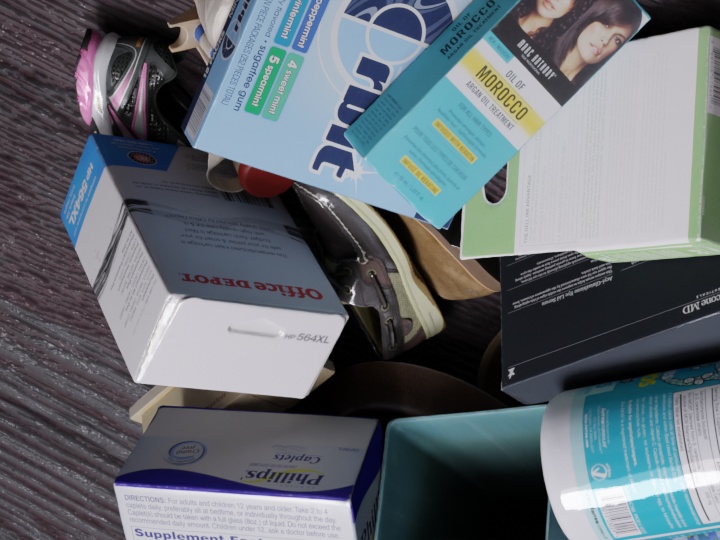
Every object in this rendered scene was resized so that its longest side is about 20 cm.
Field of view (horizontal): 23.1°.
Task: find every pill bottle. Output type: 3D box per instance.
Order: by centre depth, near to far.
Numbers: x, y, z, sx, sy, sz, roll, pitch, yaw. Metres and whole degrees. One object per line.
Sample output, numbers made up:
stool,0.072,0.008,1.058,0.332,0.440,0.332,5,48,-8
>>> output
pill bottle,0.228,0.118,1.167,0.200,0.111,0.111,-13,118,23

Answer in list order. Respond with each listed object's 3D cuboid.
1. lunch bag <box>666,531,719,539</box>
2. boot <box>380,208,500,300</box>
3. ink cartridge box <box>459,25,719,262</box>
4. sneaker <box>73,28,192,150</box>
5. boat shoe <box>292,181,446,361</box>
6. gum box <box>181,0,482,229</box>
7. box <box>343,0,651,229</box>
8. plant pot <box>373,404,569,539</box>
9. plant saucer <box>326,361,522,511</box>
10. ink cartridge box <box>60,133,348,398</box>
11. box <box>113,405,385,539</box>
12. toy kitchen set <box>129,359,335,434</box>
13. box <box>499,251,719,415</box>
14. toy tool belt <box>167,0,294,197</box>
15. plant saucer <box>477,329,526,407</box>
lunch bag,0.289,0.199,1.256,0.200,0.082,0.161,-31,132,3
boot,0.034,-0.052,1.319,0.075,0.074,0.200,-23,114,45
ink cartridge box,0.161,-0.079,1.202,0.200,0.146,0.048,-5,166,45
sneaker,-0.161,-0.092,1.371,0.086,0.080,0.200,1,130,11
boat shoe,0.000,0.000,1.326,0.073,0.065,0.200,34,166,49
gum box,0.004,-0.135,1.191,0.200,0.045,0.170,17,109,-26
box,0.090,-0.128,1.168,0.200,0.049,0.082,-45,120,6
plant pot,0.122,0.205,1.313,0.141,0.141,0.200,-8,152,31
plant saucer,0.058,0.148,1.430,0.200,0.035,0.200,18,147,12
ink cartridge box,-0.118,-0.005,1.288,0.146,0.200,0.084,8,124,-32
box,-0.069,0.213,1.329,0.184,0.105,0.200,2,122,16
toy kitchen set,-0.065,0.084,1.451,0.180,0.163,0.200,24,130,-37
box,0.197,0.008,1.230,0.200,0.141,0.079,-22,139,35
toy tool belt,-0.074,-0.166,1.270,0.125,0.123,0.200,-9,134,-17
plant saucer,0.190,0.102,1.381,0.200,0.029,0.200,12,128,16
